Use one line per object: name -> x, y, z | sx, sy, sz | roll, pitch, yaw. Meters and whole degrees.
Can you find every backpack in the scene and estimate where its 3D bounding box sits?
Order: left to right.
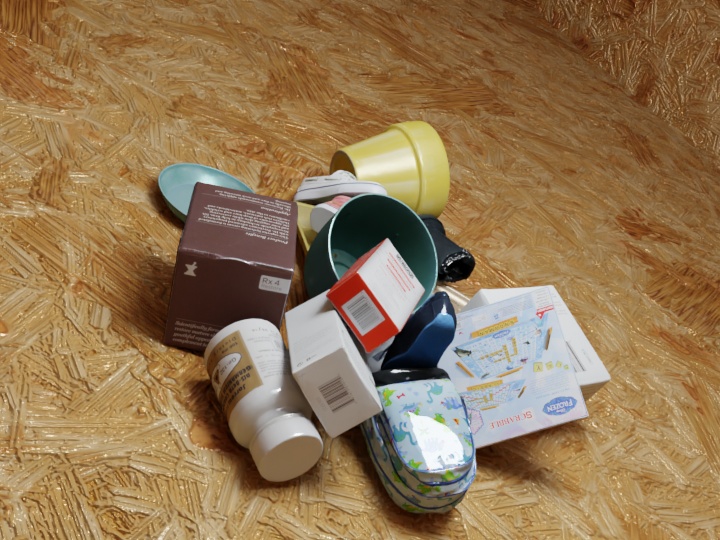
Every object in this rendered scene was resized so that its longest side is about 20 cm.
backpack -> 0.083, 0.233, 1.374 | 0.161, 0.154, 0.203 | 0, 65, -20

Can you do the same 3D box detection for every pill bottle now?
pill bottle -> -0.126, 0.171, 1.316 | 0.113, 0.115, 0.201 | 4, 39, -35

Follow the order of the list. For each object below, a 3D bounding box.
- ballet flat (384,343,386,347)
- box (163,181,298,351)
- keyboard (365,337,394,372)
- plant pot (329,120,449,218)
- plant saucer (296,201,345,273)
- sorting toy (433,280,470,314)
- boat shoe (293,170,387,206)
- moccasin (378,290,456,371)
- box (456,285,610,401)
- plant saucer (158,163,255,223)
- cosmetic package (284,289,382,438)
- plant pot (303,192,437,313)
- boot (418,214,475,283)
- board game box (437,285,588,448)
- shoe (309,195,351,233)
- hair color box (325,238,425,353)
ballet flat -> 0.069, 0.165, 1.531 | 0.071, 0.072, 0.200 | -1, 39, -40
box -> -0.187, 0.000, 1.463 | 0.163, 0.166, 0.201 | 12, 32, -8
keyboard -> 0.025, 0.128, 1.529 | 0.199, 0.011, 0.056 | -32, 57, -27
plant pot -> 0.048, -0.184, 1.965 | 0.186, 0.203, 0.202 | -10, 44, -27
plant saucer -> -0.028, -0.032, 1.790 | 0.197, 0.049, 0.201 | 12, 34, -27
sorting toy -> 0.142, 0.096, 1.753 | 0.184, 0.037, 0.200 | 31, 34, 5
boat shoe -> -0.038, -0.154, 1.844 | 0.074, 0.197, 0.068 | 44, 51, -52
moccasin -> 0.090, 0.099, 1.434 | 0.079, 0.200, 0.069 | 19, 54, -19
box -> 0.269, 0.143, 1.645 | 0.197, 0.131, 0.202 | -1, 52, -43
plant saucer -> -0.262, -0.115, 1.736 | 0.198, 0.036, 0.201 | 22, 29, -13
cosmetic package -> -0.040, 0.120, 1.336 | 0.114, 0.080, 0.200 | 60, 5, -22
plant pot -> 0.000, 0.000, 1.605 | 0.198, 0.161, 0.204 | 11, 67, -27
boot -> 0.150, -0.037, 1.879 | 0.168, 0.077, 0.199 | 41, 12, 29
board game box -> 0.218, 0.149, 1.498 | 0.041, 0.197, 0.203 | 34, 40, -73
shoe -> 0.011, -0.064, 1.753 | 0.199, 0.072, 0.091 | 33, 32, 15
hair color box -> 0.025, 0.031, 1.413 | 0.102, 0.061, 0.200 | 54, 20, -4
